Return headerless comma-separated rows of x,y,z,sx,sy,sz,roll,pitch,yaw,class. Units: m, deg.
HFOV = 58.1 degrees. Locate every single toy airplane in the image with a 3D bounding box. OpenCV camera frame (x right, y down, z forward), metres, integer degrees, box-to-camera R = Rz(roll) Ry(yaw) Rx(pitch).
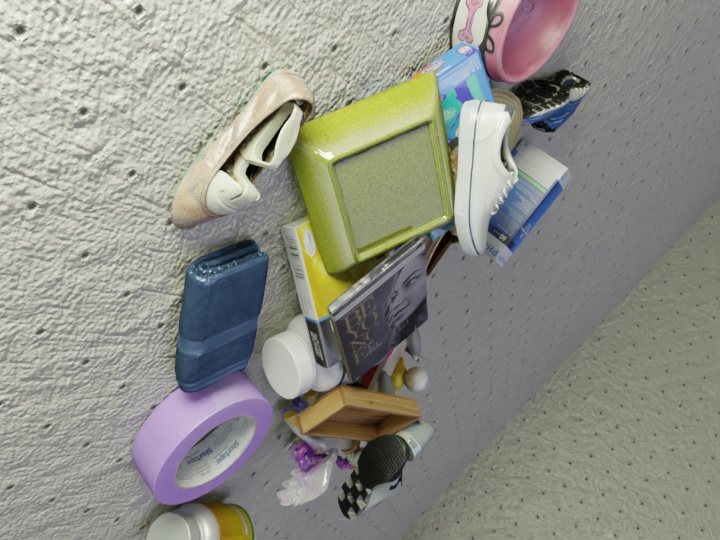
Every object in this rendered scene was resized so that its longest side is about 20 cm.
0.062,0.164,1.171,0.203,0.139,0.200,-64,169,-13,toy airplane

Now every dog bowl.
0.206,-0.333,0.831,0.199,0.074,0.202,-35,149,-25,dog bowl

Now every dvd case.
0.031,0.057,0.850,0.148,0.016,0.202,-38,149,-17,dvd case

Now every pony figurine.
-0.066,0.308,1.153,0.189,0.168,0.203,-14,122,11,pony figurine

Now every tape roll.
-0.224,0.239,0.934,0.198,0.066,0.202,-35,149,-24,tape roll

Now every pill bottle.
-0.266,0.452,1.089,0.113,0.113,0.200,-47,153,-1,pill bottle
-0.045,0.111,0.974,0.198,0.119,0.121,-20,142,-41,pill bottle

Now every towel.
-0.175,0.059,0.796,0.110,0.048,0.203,-23,144,-40,towel

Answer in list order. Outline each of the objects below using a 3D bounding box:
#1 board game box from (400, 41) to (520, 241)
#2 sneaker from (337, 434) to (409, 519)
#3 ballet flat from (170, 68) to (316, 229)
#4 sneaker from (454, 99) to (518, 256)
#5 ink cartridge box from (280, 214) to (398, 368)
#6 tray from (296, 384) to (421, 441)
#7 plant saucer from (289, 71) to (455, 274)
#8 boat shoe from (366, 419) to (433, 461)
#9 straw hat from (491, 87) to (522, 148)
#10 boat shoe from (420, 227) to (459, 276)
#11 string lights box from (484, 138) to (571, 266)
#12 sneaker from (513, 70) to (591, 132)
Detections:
0.112,-0.160,0.836,0.151,0.045,0.202,-34,126,-6,board game box
0.039,0.343,1.109,0.087,0.075,0.201,0,136,-39,sneaker
-0.116,-0.110,0.648,0.201,0.067,0.068,-53,152,8,ballet flat
0.158,-0.106,0.803,0.073,0.069,0.204,-51,143,-50,sneaker
0.000,0.000,0.887,0.198,0.047,0.202,-27,114,-31,ink cartridge box
0.002,0.228,1.022,0.098,0.038,0.198,-37,146,24,tray
0.030,-0.102,0.772,0.197,0.048,0.203,-24,125,-11,plant saucer
0.064,0.292,1.169,0.071,0.071,0.200,-31,-170,-27,boat shoe
0.183,-0.157,0.958,0.197,0.086,0.203,-21,145,-15,straw hat
0.151,-0.070,1.086,0.201,0.069,0.074,-49,153,1,boat shoe
0.273,-0.121,1.164,0.201,0.103,0.059,-52,153,8,string lights box
0.306,-0.261,1.063,0.198,0.078,0.090,-25,143,-38,sneaker
